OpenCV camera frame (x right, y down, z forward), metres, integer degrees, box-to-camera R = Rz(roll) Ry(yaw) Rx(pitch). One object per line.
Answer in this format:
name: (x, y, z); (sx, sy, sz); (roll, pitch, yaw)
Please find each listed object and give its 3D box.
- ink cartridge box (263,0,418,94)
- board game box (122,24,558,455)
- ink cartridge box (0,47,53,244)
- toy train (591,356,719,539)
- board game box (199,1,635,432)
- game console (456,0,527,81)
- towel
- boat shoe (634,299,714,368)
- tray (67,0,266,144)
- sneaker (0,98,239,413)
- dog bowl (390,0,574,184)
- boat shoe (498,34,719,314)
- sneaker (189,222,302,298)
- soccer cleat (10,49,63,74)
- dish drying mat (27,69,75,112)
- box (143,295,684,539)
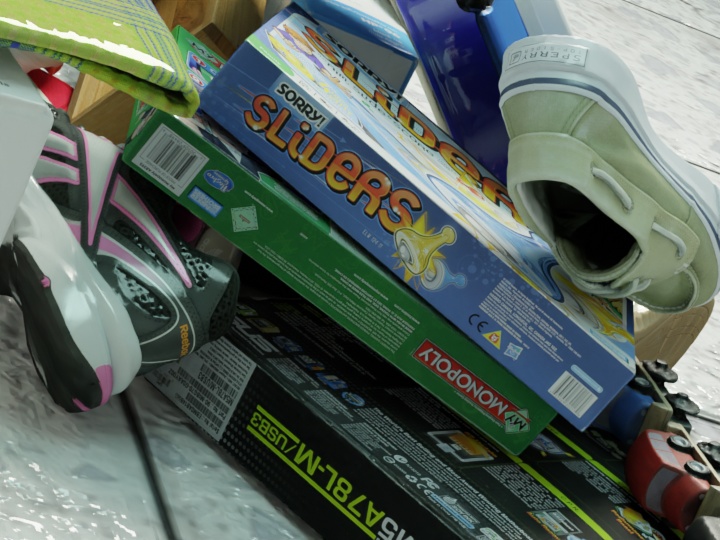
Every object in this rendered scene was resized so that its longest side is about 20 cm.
ink cartridge box: (-0.035, -0.109, 1.258); (0.068, 0.116, 0.200); (22, 19, -17)
board game box: (-0.008, -0.015, 0.965); (0.200, 0.029, 0.135); (37, 13, -13)
ink cartridge box: (-0.197, -0.046, 0.824); (0.084, 0.146, 0.200); (13, 22, -33)
toy train: (0.131, 0.087, 0.949); (0.046, 0.034, 0.200); (10, 24, -19)
board game box: (0.028, -0.027, 0.963); (0.200, 0.034, 0.135); (40, 14, -4)
game console: (0.025, -0.102, 1.090); (0.170, 0.119, 0.200); (10, 11, 3)
towel: (-0.146, -0.121, 0.818); (0.143, 0.023, 0.200); (12, 26, -37)
boat shoe: (0.111, 0.028, 1.161); (0.065, 0.072, 0.200); (40, 28, 23)
tray: (-0.093, -0.134, 1.212); (0.037, 0.099, 0.200); (47, 23, -22)
sneaker: (-0.110, -0.022, 0.949); (0.086, 0.080, 0.200); (-16, 48, -20)
dog bowl: (0.075, -0.108, 1.288); (0.200, 0.079, 0.200); (-22, 90, -89)
boat shoe: (0.097, -0.022, 0.935); (0.072, 0.062, 0.200); (2, -23, 28)
sneaker: (0.000, 0.000, 1.090); (0.200, 0.075, 0.090); (5, 27, -30)
soccer cleat: (-0.179, -0.133, 1.136); (0.069, 0.078, 0.200); (30, 26, 12)
dish drying mat: (-0.233, -0.121, 1.180); (0.200, 0.018, 0.077); (28, 19, 4)
box: (0.040, 0.078, 0.969); (0.200, 0.048, 0.193); (38, 19, 33)
